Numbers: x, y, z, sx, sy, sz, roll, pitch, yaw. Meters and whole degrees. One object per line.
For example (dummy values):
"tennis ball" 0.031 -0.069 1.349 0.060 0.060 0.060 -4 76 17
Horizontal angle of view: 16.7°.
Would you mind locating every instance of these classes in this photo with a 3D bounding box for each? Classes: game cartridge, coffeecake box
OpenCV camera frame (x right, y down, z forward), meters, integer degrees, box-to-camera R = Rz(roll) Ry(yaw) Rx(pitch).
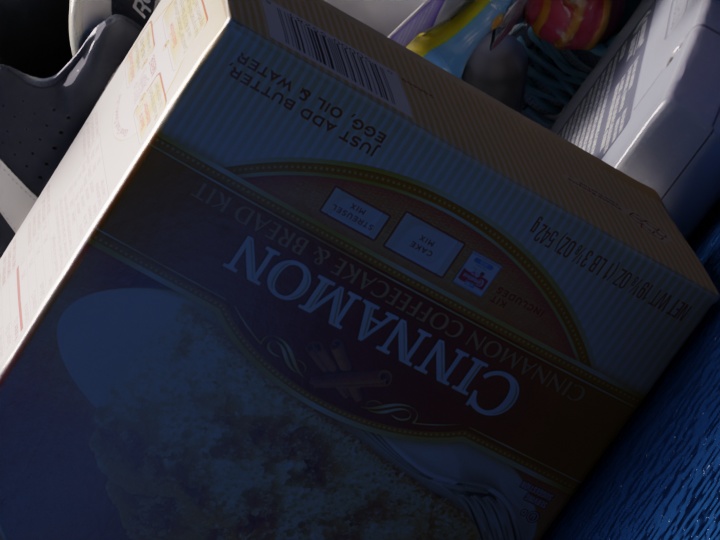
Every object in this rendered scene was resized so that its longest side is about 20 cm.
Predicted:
"game cartridge" 0.092 -0.042 0.801 0.133 0.041 0.200 -51 6 24
"coffeecake box" -0.027 0.037 0.670 0.200 0.153 0.073 -56 21 17

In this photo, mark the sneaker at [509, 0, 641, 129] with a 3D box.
"sneaker" 0.090 -0.108 1.049 0.200 0.077 0.086 -54 8 38

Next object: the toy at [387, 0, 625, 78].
"toy" 0.076 -0.107 0.893 0.200 0.047 0.115 -40 -9 -21

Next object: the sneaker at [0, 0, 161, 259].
"sneaker" -0.040 -0.048 0.710 0.080 0.198 0.130 -100 2 -58

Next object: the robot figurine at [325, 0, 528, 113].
"robot figurine" 0.001 -0.102 1.015 0.113 0.169 0.200 -46 -29 -29
